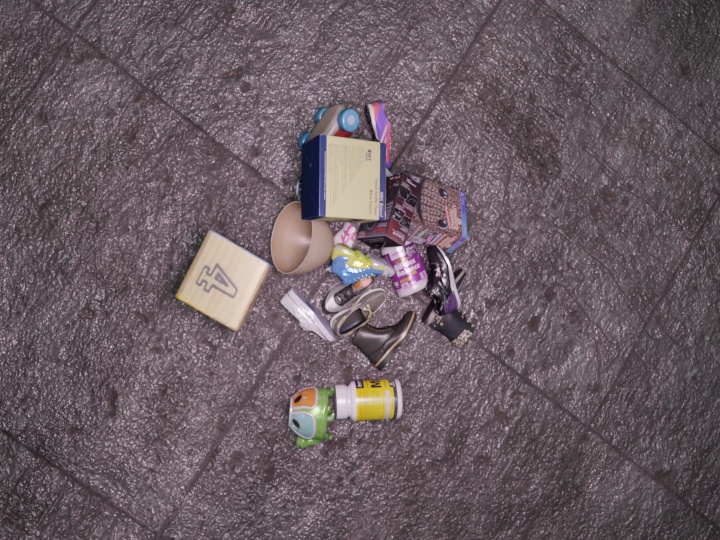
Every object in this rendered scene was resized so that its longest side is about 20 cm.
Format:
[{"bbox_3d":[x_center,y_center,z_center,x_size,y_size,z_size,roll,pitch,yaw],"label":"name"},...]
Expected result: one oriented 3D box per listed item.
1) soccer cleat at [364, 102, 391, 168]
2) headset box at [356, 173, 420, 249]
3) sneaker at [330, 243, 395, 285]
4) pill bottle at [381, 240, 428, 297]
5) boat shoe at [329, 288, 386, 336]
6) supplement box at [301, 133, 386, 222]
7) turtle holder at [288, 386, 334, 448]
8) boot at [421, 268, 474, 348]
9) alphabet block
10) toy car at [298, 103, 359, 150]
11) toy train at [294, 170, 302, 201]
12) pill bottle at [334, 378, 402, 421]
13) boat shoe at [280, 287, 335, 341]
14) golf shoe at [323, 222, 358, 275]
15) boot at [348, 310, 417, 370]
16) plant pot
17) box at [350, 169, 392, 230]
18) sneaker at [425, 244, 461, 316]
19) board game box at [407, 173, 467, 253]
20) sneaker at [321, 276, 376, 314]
[{"bbox_3d":[0.069,-0.411,1.700,0.071,0.068,0.208,-15,89,-12],"label":"soccer cleat"},{"bbox_3d":[0.075,-0.154,1.567,0.076,0.147,0.207,25,76,-32],"label":"headset box"},{"bbox_3d":[0.000,0.000,1.626,0.194,0.076,0.108,22,104,-3],"label":"sneaker"},{"bbox_3d":[0.127,-0.035,1.678,0.109,0.112,0.206,-24,92,-7],"label":"pill bottle"},{"bbox_3d":[0.002,0.128,1.671,0.198,0.060,0.074,-33,119,-9],"label":"boat shoe"},{"bbox_3d":[-0.045,-0.235,1.476,0.193,0.133,0.209,0,91,-27],"label":"supplement box"},{"bbox_3d":[-0.146,0.424,1.631,0.126,0.188,0.145,4,56,-8],"label":"turtle holder"},{"bbox_3d":[0.299,0.118,1.723,0.152,0.073,0.206,38,84,-10],"label":"boot"},{"bbox_3d":[-0.375,0.028,1.567,0.192,0.195,0.205,28,86,-4],"label":"alphabet block"},{"bbox_3d":[-0.052,-0.363,1.654,0.199,0.183,0.180,39,83,-35],"label":"toy car"},{"bbox_3d":[-0.136,-0.243,1.607,0.082,0.201,0.118,12,76,5],"label":"toy train"},{"bbox_3d":[0.021,0.385,1.654,0.192,0.114,0.119,-1,89,-8],"label":"pill bottle"},{"bbox_3d":[-0.157,0.143,1.663,0.065,0.074,0.201,-41,91,9],"label":"boat shoe"},{"bbox_3d":[-0.053,-0.088,1.672,0.089,0.073,0.208,13,87,-8],"label":"golf shoe"},{"bbox_3d":[0.068,0.178,1.688,0.137,0.077,0.202,37,83,-1],"label":"boot"},{"bbox_3d":[-0.151,-0.083,1.617,0.132,0.196,0.209,11,87,-43],"label":"plant pot"},{"bbox_3d":[0.029,-0.217,1.650,0.155,0.041,0.205,40,65,-30],"label":"box"},{"bbox_3d":[0.225,0.031,1.624,0.085,0.075,0.207,-21,92,-25],"label":"sneaker"},{"bbox_3d":[0.208,-0.166,1.648,0.193,0.097,0.165,13,61,-22],"label":"board game box"},{"bbox_3d":[-0.034,0.058,1.671,0.197,0.079,0.075,-36,95,-6],"label":"sneaker"}]
